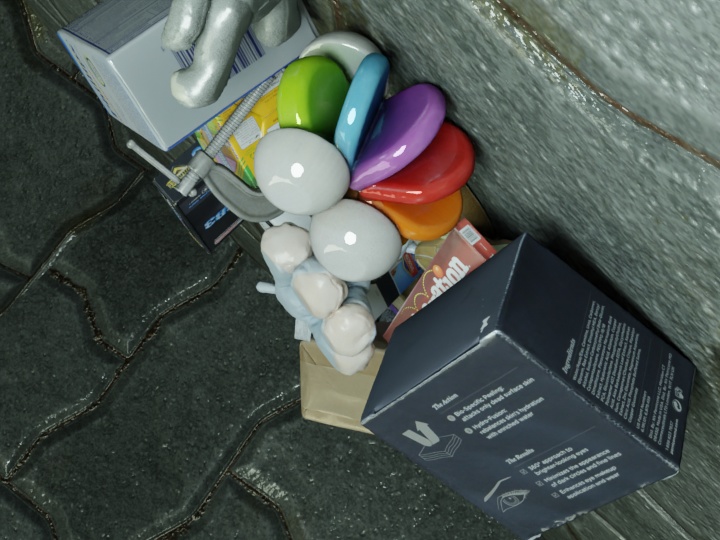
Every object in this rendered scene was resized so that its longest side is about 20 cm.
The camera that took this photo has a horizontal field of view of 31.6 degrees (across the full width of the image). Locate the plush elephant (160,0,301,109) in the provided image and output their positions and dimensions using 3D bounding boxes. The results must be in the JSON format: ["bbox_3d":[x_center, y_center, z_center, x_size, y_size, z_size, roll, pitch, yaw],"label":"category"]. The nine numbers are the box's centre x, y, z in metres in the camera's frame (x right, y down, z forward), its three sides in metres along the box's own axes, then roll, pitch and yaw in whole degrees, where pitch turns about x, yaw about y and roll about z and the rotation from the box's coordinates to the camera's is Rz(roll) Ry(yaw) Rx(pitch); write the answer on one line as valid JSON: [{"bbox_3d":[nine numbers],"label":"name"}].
[{"bbox_3d":[-0.135,-0.258,1.007,0.154,0.165,0.201,30,141,11],"label":"plush elephant"}]

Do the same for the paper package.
[{"bbox_3d":[0.049,0.132,1.569,0.188,0.105,0.199,8,-171,31],"label":"paper package"}]

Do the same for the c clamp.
[{"bbox_3d":[-0.102,-0.137,1.244,0.171,0.200,0.027,46,173,-30],"label":"c clamp"}]

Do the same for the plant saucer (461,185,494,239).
[{"bbox_3d":[0.054,-0.088,1.294,0.200,0.035,0.200,45,172,8],"label":"plant saucer"}]

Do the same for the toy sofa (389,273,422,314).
[{"bbox_3d":[0.018,-0.003,1.615,0.200,0.082,0.098,43,135,25],"label":"toy sofa"}]

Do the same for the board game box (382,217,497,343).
[{"bbox_3d":[0.090,0.046,1.181,0.103,0.019,0.201,47,145,13],"label":"board game box"}]

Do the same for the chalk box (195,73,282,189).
[{"bbox_3d":[-0.120,-0.182,1.358,0.125,0.124,0.200,61,168,-23],"label":"chalk box"}]

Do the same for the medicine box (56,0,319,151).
[{"bbox_3d":[-0.166,-0.222,1.198,0.104,0.181,0.200,59,167,-28],"label":"medicine box"}]

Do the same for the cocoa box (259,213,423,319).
[{"bbox_3d":[-0.024,-0.060,1.504,0.200,0.131,0.134,43,172,23],"label":"cocoa box"}]

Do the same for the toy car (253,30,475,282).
[{"bbox_3d":[0.017,-0.102,1.070,0.148,0.176,0.201,-10,133,37],"label":"toy car"}]

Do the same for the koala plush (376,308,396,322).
[{"bbox_3d":[0.056,0.086,1.756,0.199,0.183,0.179,-9,114,57],"label":"koala plush"}]

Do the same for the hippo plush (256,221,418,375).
[{"bbox_3d":[0.000,0.000,1.294,0.160,0.160,0.200,50,166,11],"label":"hippo plush"}]

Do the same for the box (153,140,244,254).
[{"bbox_3d":[-0.151,-0.129,1.585,0.050,0.200,0.199,45,172,16],"label":"box"}]

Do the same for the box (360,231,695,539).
[{"bbox_3d":[0.140,0.105,1.074,0.199,0.118,0.196,36,138,-14],"label":"box"}]

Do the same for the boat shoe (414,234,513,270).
[{"bbox_3d":[0.106,0.008,1.208,0.071,0.077,0.199,34,168,-28],"label":"boat shoe"}]
